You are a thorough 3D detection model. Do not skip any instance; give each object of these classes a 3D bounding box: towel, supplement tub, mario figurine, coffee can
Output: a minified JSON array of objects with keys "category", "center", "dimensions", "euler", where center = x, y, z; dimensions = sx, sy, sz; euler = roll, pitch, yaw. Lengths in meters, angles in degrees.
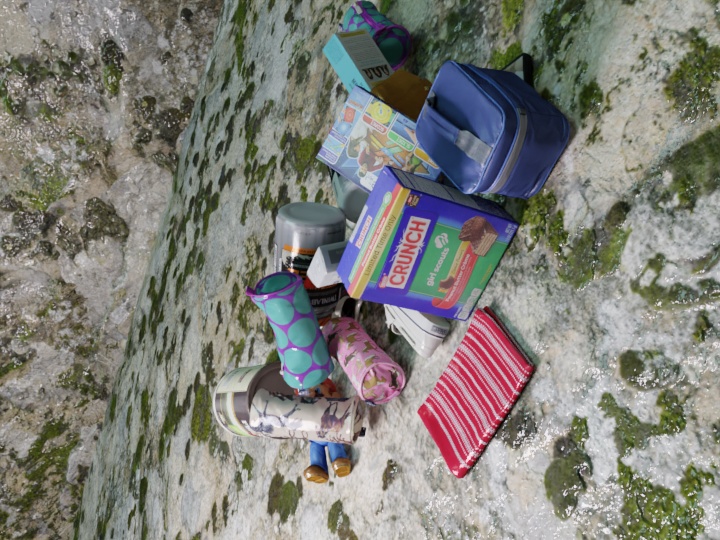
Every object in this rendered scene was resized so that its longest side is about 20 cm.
[{"category":"towel","center":[0.152,0.166,1.027],"dimensions":[0.200,0.022,0.145],"euler":[-63,31,23]},{"category":"supplement tub","center":[0.002,-0.187,1.361],"dimensions":[0.123,0.122,0.200],"euler":[-56,34,34]},{"category":"supplement tub","center":[-0.091,-0.009,1.299],"dimensions":[0.123,0.122,0.200],"euler":[-133,43,-58]},{"category":"mario figurine","center":[-0.079,0.262,1.313],"dimensions":[0.106,0.123,0.200],"euler":[115,149,-46]},{"category":"coffee can","center":[-0.193,0.259,1.492],"dimensions":[0.200,0.146,0.147],"euler":[-19,61,59]}]

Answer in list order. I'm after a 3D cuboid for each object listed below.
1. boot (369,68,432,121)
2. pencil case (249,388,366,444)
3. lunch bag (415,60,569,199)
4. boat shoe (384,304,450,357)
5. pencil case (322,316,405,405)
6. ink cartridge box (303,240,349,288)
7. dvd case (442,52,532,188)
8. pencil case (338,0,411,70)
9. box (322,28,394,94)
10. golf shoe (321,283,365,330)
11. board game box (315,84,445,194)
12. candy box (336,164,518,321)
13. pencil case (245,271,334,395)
[{"category":"boot","center":[0.098,-0.243,1.250],"dimensions":[0.144,0.201,0.071],"euler":[-44,-7,-23]},{"category":"pencil case","center":[-0.091,0.242,1.254],"dimensions":[0.089,0.199,0.078],"euler":[-36,-54,-69]},{"category":"lunch bag","center":[0.162,-0.196,1.016],"dimensions":[0.200,0.132,0.136],"euler":[55,132,43]},{"category":"boat shoe","center":[0.070,0.069,1.178],"dimensions":[0.200,0.072,0.066],"euler":[42,112,51]},{"category":"pencil case","center":[0.000,0.147,1.252],"dimensions":[0.200,0.083,0.087],"euler":[-138,56,-59]},{"category":"ink cartridge box","center":[0.000,0.000,1.165],"dimensions":[0.200,0.160,0.047],"euler":[121,134,-67]},{"category":"dvd case","center":[0.189,-0.221,1.140],"dimensions":[0.200,0.018,0.143],"euler":[-30,53,54]},{"category":"pencil case","center":[0.029,-0.461,1.458],"dimensions":[0.085,0.092,0.200],"euler":[-33,38,1]},{"category":"box","center":[0.021,-0.333,1.335],"dimensions":[0.200,0.082,0.049],"euler":[59,140,8]},{"category":"golf shoe","center":[-0.054,0.087,1.394],"dimensions":[0.200,0.077,0.088],"euler":[-61,38,27]},{"category":"board game box","center":[0.041,-0.185,1.184],"dimensions":[0.200,0.034,0.136],"euler":[37,108,18]},{"category":"candy box","center":[0.092,-0.032,1.037],"dimensions":[0.169,0.200,0.077],"euler":[-65,29,21]},{"category":"pencil case","center":[-0.111,0.100,1.224],"dimensions":[0.085,0.092,0.200],"euler":[-94,-11,-62]}]
